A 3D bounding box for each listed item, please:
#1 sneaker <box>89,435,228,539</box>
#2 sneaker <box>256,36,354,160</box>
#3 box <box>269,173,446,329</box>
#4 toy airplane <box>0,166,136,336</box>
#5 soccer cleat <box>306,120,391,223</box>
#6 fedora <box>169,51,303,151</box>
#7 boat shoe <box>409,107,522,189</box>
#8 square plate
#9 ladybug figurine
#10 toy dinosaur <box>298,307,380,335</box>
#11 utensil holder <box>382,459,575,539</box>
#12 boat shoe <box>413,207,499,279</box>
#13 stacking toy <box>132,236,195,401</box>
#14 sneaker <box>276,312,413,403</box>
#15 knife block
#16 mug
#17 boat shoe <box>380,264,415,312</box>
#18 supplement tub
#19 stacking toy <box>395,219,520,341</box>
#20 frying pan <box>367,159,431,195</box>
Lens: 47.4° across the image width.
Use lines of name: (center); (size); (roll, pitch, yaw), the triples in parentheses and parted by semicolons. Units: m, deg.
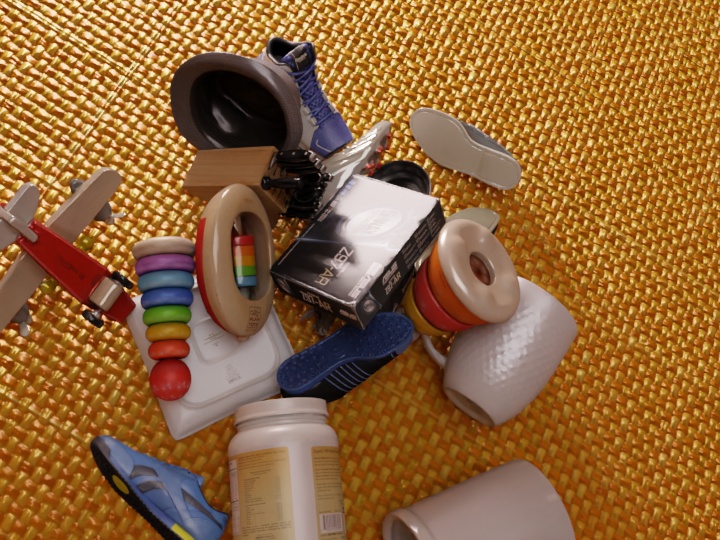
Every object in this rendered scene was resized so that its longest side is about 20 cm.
sneaker: (-0.250, 0.268, 1.027); (0.200, 0.066, 0.079); (43, 55, 1)
sneaker: (-0.088, -0.267, 1.216); (0.080, 0.115, 0.201); (-36, 84, -22)
box: (-0.003, -0.032, 1.096); (0.158, 0.044, 0.201); (21, 60, 37)
toy airplane: (-0.392, -0.022, 1.038); (0.196, 0.140, 0.205); (-9, 102, -28)
soccer cleat: (-0.023, -0.154, 1.219); (0.077, 0.070, 0.202); (32, 73, 10)
fedora: (-0.164, -0.241, 1.173); (0.195, 0.180, 0.091); (11, 41, 15)
boat shoe: (0.167, -0.195, 1.303); (0.197, 0.074, 0.062); (30, 24, 4)
square plate: (-0.197, 0.095, 1.114); (0.196, 0.028, 0.202); (-22, 78, -20)
ladybug figurine: (-0.169, -0.009, 1.082); (0.070, 0.135, 0.206); (-6, 84, 30)
toy dinosaur: (0.000, 0.000, 1.135); (0.101, 0.077, 0.202); (25, 69, 26)
utensil holder: (0.151, 0.352, 1.049); (0.196, 0.170, 0.173); (-19, 77, -22)
boat shoe: (0.143, -0.028, 1.234); (0.071, 0.069, 0.200); (26, 50, 26)
stacking toy: (-0.246, 0.064, 1.058); (0.083, 0.085, 0.206); (-4, 79, -16)
sneaker: (-0.017, 0.124, 1.106); (0.196, 0.079, 0.071); (-22, 55, -4)
knife block: (-0.139, -0.131, 1.124); (0.196, 0.176, 0.065); (24, 66, -6)
mug: (0.178, 0.107, 1.159); (0.198, 0.148, 0.177); (31, 73, 21)
boat shoe: (0.042, 0.008, 1.201); (0.066, 0.057, 0.202); (14, 59, 29)
supplement tub: (-0.092, 0.270, 1.021); (0.140, 0.145, 0.205); (-1, 72, -15)
stacking toy: (0.105, 0.038, 1.113); (0.144, 0.199, 0.149); (24, 48, -30)
frying pan: (0.046, -0.080, 1.211); (0.112, 0.031, 0.194); (1, 62, 20)
